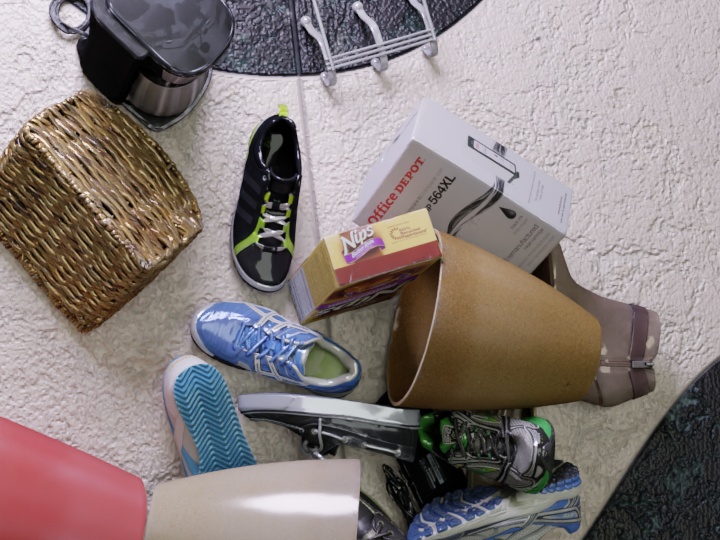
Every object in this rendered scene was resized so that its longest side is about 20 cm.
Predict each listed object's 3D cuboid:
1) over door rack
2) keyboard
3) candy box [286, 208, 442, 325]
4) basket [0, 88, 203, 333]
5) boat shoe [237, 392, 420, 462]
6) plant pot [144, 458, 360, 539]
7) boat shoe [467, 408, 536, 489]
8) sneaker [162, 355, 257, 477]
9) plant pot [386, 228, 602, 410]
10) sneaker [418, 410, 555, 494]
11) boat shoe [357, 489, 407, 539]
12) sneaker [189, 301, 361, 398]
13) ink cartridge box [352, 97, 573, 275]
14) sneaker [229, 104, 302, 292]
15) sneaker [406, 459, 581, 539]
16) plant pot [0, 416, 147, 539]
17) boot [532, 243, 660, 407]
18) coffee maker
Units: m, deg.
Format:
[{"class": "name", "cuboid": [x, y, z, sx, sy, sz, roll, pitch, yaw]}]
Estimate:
[{"class": "over door rack", "cuboid": [0.001, -0.327, 1.428, 0.146, 0.066, 0.203, -18, 107, -18]}, {"class": "keyboard", "cuboid": [0.064, 0.229, 1.395, 0.103, 0.039, 0.202, -24, 88, -41]}, {"class": "candy box", "cuboid": [0.000, 0.000, 1.317, 0.115, 0.200, 0.057, -16, 82, -16]}, {"class": "basket", "cuboid": [-0.282, -0.068, 1.321, 0.200, 0.149, 0.143, 48, 40, -4]}, {"class": "boat shoe", "cuboid": [-0.036, 0.170, 1.338, 0.196, 0.074, 0.069, 7, 85, -3]}, {"class": "plant pot", "cuboid": [-0.108, 0.267, 1.226, 0.197, 0.187, 0.191, 8, 79, -3]}, {"class": "boat shoe", "cuboid": [0.166, 0.211, 1.397, 0.071, 0.065, 0.203, 10, 77, -24]}, {"class": "sneaker", "cuboid": [-0.156, 0.184, 1.314, 0.075, 0.081, 0.203, -15, 105, -19]}, {"class": "plant pot", "cuboid": [0.146, 0.072, 1.330, 0.197, 0.186, 0.189, 14, 78, -11]}, {"class": "sneaker", "cuboid": [0.130, 0.187, 1.314, 0.084, 0.199, 0.079, 12, 82, -31]}, {"class": "boat shoe", "cuboid": [0.023, 0.300, 1.347, 0.072, 0.066, 0.201, -41, 94, -17]}, {"class": "sneaker", "cuboid": [-0.086, 0.079, 1.345, 0.197, 0.077, 0.077, 17, 79, -11]}, {"class": "ink cartridge box", "cuboid": [0.110, -0.071, 1.379, 0.198, 0.146, 0.085, 30, 42, -9]}, {"class": "sneaker", "cuboid": [-0.101, -0.079, 1.362, 0.071, 0.083, 0.204, 4, 81, -14]}, {"class": "sneaker", "cuboid": [0.148, 0.275, 1.335, 0.197, 0.077, 0.086, -16, 103, -5]}, {"class": "plant pot", "cuboid": [-0.310, 0.252, 1.208, 0.175, 0.200, 0.204, 16, 77, -23]}, {"class": "boot", "cuboid": [0.273, 0.056, 1.448, 0.144, 0.070, 0.204, -1, 95, -8]}, {"class": "coffee maker", "cuboid": [-0.232, -0.249, 1.290, 0.189, 0.200, 0.137, 18, 76, -12]}]
